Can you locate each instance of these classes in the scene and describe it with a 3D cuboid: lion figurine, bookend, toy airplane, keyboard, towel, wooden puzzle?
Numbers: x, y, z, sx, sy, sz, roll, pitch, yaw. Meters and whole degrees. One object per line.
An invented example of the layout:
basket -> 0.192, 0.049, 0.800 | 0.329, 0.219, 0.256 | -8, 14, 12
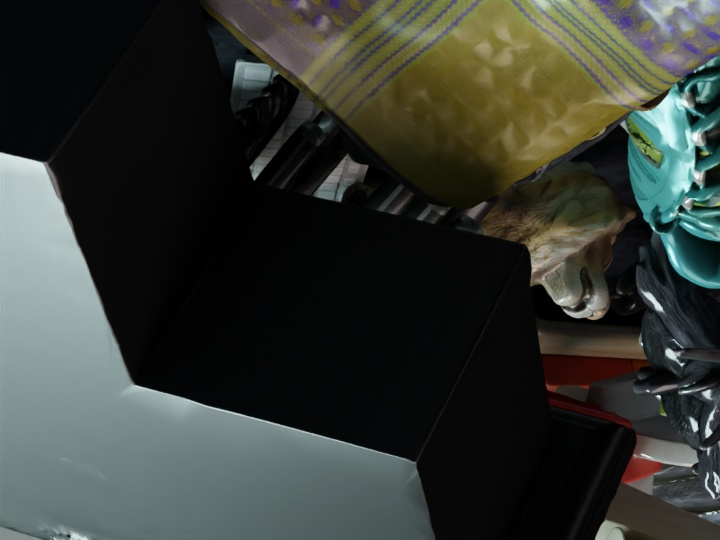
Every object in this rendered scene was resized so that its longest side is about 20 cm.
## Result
lion figurine -> 0.000, 0.000, 0.862 | 0.199, 0.073, 0.122 | -11, -177, 34
bookend -> -0.041, -0.003, 0.592 | 0.198, 0.092, 0.201 | 13, 143, 24
toy airplane -> 0.065, 0.096, 0.960 | 0.198, 0.142, 0.200 | 18, 178, -1
keyboard -> -0.026, -0.039, 0.843 | 0.056, 0.011, 0.200 | -1, 162, -8
towel -> 0.037, -0.095, 0.527 | 0.144, 0.023, 0.200 | 43, 135, -18
wooden puzzle -> 0.093, 0.064, 1.138 | 0.199, 0.038, 0.185 | 10, 158, -36

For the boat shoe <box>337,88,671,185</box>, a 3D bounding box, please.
boat shoe -> 0.078, -0.078, 0.603 | 0.199, 0.071, 0.091 | -2, 132, 18

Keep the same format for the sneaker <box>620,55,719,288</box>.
sneaker -> 0.117, -0.052, 0.719 | 0.077, 0.080, 0.200 | -7, 161, 10

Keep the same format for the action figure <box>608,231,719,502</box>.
action figure -> 0.152, 0.023, 0.867 | 0.102, 0.119, 0.200 | -24, -176, 5

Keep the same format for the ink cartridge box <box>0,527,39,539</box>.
ink cartridge box -> -0.131, 0.076, 1.003 | 0.198, 0.117, 0.068 | -5, 164, 5

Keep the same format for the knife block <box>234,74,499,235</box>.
knife block -> -0.027, 0.029, 0.768 | 0.174, 0.201, 0.064 | 6, -151, 26
